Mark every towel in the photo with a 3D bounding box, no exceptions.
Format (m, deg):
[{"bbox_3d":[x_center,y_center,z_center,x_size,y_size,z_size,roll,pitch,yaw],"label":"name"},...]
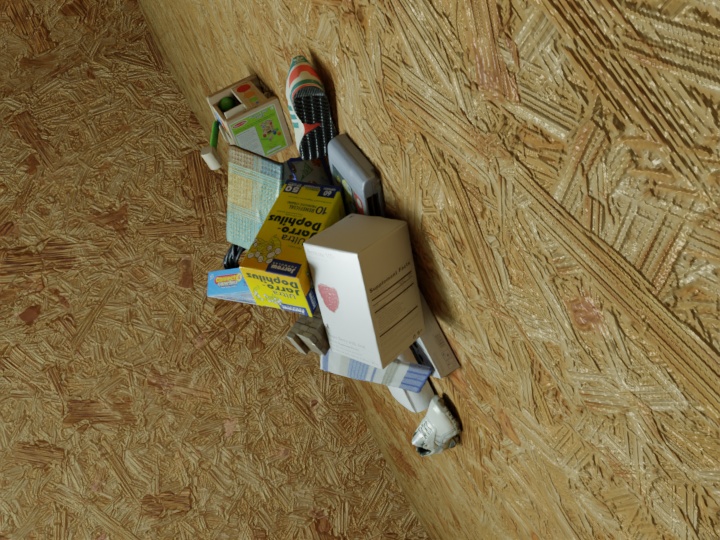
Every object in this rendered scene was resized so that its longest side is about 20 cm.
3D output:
[{"bbox_3d":[-0.203,-0.128,1.168,0.146,0.022,0.202,24,121,29],"label":"towel"},{"bbox_3d":[0.022,0.171,1.086,0.147,0.198,0.024,98,-174,-65],"label":"towel"}]

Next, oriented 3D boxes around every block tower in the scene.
[{"bbox_3d":[-0.043,0.052,1.036,0.057,0.201,0.054,14,150,41],"label":"block tower"}]

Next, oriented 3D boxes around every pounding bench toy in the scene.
[{"bbox_3d":[-0.284,-0.324,1.362,0.156,0.199,0.125,50,164,40],"label":"pounding bench toy"}]

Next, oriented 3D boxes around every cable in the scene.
[{"bbox_3d":[-0.228,-0.046,1.403,0.051,0.199,0.164,54,155,20],"label":"cable"}]

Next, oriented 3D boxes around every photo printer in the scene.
[{"bbox_3d":[0.077,0.199,1.339,0.201,0.069,0.166,64,168,-11],"label":"photo printer"}]

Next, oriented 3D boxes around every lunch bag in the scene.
[{"bbox_3d":[-0.120,-0.113,1.206,0.169,0.124,0.202,-19,98,43],"label":"lunch bag"}]

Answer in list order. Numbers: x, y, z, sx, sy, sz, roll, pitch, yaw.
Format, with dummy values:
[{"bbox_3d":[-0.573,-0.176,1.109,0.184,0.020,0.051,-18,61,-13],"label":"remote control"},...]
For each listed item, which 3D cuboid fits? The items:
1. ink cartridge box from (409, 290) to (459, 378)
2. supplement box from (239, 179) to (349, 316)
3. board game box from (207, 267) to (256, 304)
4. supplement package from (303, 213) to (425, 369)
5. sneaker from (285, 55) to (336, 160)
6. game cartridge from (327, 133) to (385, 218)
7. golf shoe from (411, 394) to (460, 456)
[{"bbox_3d":[0.096,0.088,1.064,0.201,0.044,0.094,62,167,-2],"label":"ink cartridge box"},{"bbox_3d":[-0.102,-0.041,1.022,0.108,0.201,0.110,10,145,18],"label":"supplement box"},{"bbox_3d":[-0.201,0.036,1.354,0.199,0.194,0.057,17,-110,-56],"label":"board game box"},{"bbox_3d":[0.010,0.029,0.956,0.121,0.119,0.202,12,125,42],"label":"supplement package"},{"bbox_3d":[-0.083,-0.267,1.002,0.200,0.070,0.094,85,171,-67],"label":"sneaker"},{"bbox_3d":[-0.005,-0.126,1.027,0.134,0.041,0.201,58,169,35],"label":"game cartridge"},{"bbox_3d":[0.153,0.338,1.271,0.078,0.097,0.201,54,165,39],"label":"golf shoe"}]
